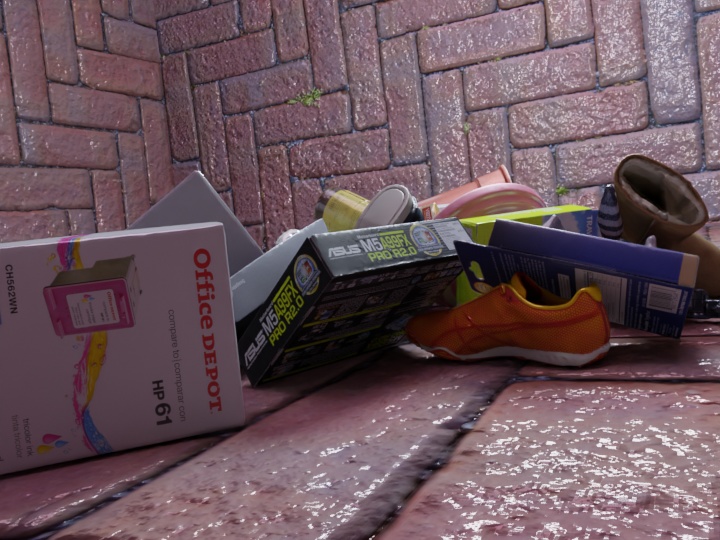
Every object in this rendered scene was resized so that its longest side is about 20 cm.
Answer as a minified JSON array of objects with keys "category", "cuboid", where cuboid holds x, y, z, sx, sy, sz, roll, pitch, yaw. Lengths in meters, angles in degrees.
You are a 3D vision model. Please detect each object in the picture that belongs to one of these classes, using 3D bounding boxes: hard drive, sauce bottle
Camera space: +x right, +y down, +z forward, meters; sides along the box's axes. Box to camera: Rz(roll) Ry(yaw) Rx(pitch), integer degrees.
[{"category":"hard drive","cuboid":[-0.109,0.028,0.759,0.135,0.042,0.200,-50,-6,37]},{"category":"sauce bottle","cuboid":[0.027,-0.042,0.870,0.198,0.066,0.064,30,26,36]}]

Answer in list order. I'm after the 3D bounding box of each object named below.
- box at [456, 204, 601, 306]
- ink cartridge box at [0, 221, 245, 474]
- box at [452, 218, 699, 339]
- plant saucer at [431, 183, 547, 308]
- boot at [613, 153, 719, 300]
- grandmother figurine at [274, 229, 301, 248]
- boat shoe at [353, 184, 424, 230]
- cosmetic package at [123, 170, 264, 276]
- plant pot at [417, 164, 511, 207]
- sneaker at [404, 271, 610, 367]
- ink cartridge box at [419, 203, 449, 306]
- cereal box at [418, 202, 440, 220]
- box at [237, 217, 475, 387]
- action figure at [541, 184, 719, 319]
[{"category":"box","cuboid":[0.207,-0.010,0.851,0.196,0.125,0.047,-8,15,-25]},{"category":"ink cartridge box","cuboid":[-0.188,0.048,0.503,0.195,0.149,0.084,-8,4,-21]},{"category":"box","cuboid":[0.186,0.005,0.626,0.196,0.033,0.121,12,-20,24]},{"category":"plant saucer","cuboid":[0.163,-0.018,0.921,0.196,0.204,0.051,-8,45,-20]},{"category":"boot","cuboid":[0.338,-0.036,0.752,0.173,0.067,0.200,33,2,17]},{"category":"grandmother figurine","cuboid":[-0.025,0.005,0.873,0.197,0.062,0.120,28,31,27]},{"category":"boat shoe","cuboid":[0.000,0.000,0.782,0.074,0.202,0.062,21,-17,46]},{"category":"cosmetic package","cuboid":[-0.228,0.003,0.816,0.199,0.124,0.200,-41,10,-9]},{"category":"plant pot","cuboid":[0.168,-0.051,1.188,0.190,0.206,0.201,-14,3,7]},{"category":"sneaker","cuboid":[0.126,0.041,0.634,0.196,0.079,0.072,-6,5,36]},{"category":"ink cartridge box","cuboid":[0.139,-0.026,1.065,0.195,0.149,0.084,-6,5,15]},{"category":"cereal box","cuboid":[0.038,-0.009,0.977,0.196,0.040,0.144,-17,-38,20]},{"category":"box","cuboid":[-0.001,0.026,0.658,0.197,0.045,0.161,-11,-31,-44]},{"category":"action figure","cuboid":[0.288,-0.005,0.722,0.196,0.107,0.192,2,-13,32]}]
